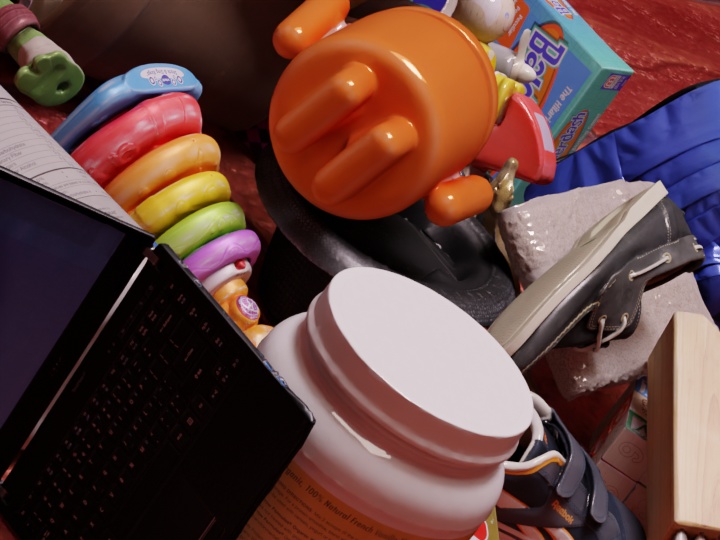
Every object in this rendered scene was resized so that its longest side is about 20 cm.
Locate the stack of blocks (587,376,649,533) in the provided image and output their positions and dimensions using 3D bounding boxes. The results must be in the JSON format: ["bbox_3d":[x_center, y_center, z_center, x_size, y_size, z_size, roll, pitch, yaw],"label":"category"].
[{"bbox_3d":[0.242,0.166,1.766,0.199,0.059,0.115,34,24,-3],"label":"stack of blocks"}]

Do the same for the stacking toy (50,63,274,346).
[{"bbox_3d":[-0.104,-0.016,1.615,0.200,0.110,0.116,55,26,13],"label":"stacking toy"}]

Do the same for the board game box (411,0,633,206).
[{"bbox_3d":[0.095,-0.158,2.039,0.045,0.152,0.200,1,41,-50],"label":"board game box"}]

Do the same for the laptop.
[{"bbox_3d":[-0.152,0.070,1.285,0.103,0.178,0.200,-3,44,-53],"label":"laptop"}]

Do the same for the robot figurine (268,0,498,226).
[{"bbox_3d":[0.016,-0.101,1.650,0.143,0.117,0.200,17,19,16],"label":"robot figurine"}]

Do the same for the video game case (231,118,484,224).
[{"bbox_3d":[0.009,-0.072,1.913,0.200,0.036,0.181,44,26,17],"label":"video game case"}]

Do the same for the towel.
[{"bbox_3d":[0.169,0.010,1.780,0.200,0.034,0.133,-12,80,-54],"label":"towel"}]

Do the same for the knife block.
[{"bbox_3d":[0.206,0.146,1.663,0.175,0.064,0.200,-32,71,-30],"label":"knife block"}]

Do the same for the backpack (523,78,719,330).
[{"bbox_3d":[0.250,-0.032,1.937,0.162,0.200,0.169,18,47,-48],"label":"backpack"}]

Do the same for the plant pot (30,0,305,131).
[{"bbox_3d":[-0.119,-0.186,1.779,0.174,0.200,0.201,34,23,-26],"label":"plant pot"}]

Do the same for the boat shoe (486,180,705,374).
[{"bbox_3d":[0.146,0.018,1.670,0.200,0.072,0.068,-39,97,-40],"label":"boat shoe"}]

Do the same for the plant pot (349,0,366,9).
[{"bbox_3d":[0.014,-0.282,1.734,0.195,0.195,0.200,56,13,-20],"label":"plant pot"}]

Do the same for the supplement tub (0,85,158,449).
[{"bbox_3d":[-0.200,-0.015,1.430,0.200,0.132,0.132,43,25,18],"label":"supplement tub"}]

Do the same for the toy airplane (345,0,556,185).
[{"bbox_3d":[0.048,-0.151,1.886,0.199,0.141,0.200,34,12,-22],"label":"toy airplane"}]

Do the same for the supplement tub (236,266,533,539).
[{"bbox_3d":[-0.016,0.112,1.357,0.144,0.200,0.145,29,26,-15],"label":"supplement tub"}]

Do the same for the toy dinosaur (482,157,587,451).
[{"bbox_3d":[0.094,0.026,1.804,0.058,0.201,0.101,-15,10,-11],"label":"toy dinosaur"}]

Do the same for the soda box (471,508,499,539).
[{"bbox_3d":[0.036,0.175,1.479,0.067,0.064,0.200,28,26,-17],"label":"soda box"}]

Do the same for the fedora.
[{"bbox_3d":[0.000,0.000,1.707,0.200,0.092,0.201,30,25,-15],"label":"fedora"}]

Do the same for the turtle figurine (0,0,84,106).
[{"bbox_3d":[-0.262,-0.172,1.622,0.143,0.201,0.194,-22,58,-21],"label":"turtle figurine"}]

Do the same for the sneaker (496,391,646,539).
[{"bbox_3d":[0.111,0.129,1.643,0.199,0.080,0.079,22,27,-32],"label":"sneaker"}]
